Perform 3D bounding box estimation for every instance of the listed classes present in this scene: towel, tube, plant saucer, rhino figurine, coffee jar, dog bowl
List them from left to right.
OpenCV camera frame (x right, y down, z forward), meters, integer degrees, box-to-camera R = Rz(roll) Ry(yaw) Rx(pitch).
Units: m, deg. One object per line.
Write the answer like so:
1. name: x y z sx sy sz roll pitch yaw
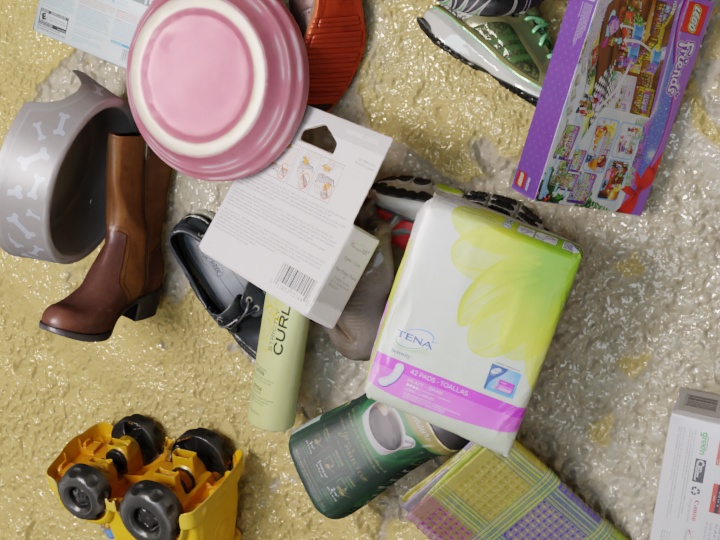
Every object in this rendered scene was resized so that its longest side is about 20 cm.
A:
1. dog bowl: -0.294 -0.099 1.202 0.058 0.200 0.203 20 107 13
2. plant saucer: -0.147 -0.187 1.139 0.197 0.051 0.205 3 98 22
3. tube: -0.079 0.061 1.189 0.057 0.052 0.204 13 108 8
4. rhino figurine: 0.000 0.000 1.148 0.087 0.059 0.203 37 131 37
5. coffee jar: 0.029 0.162 1.187 0.199 0.085 0.106 -34 74 23
6. towel: 0.153 0.249 1.162 0.199 0.023 0.144 40 113 -11

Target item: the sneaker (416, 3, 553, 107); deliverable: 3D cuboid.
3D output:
1. sneaker: 0.151 -0.211 1.084 0.198 0.077 0.089 33 98 8

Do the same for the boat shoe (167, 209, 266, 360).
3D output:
1. boat shoe: -0.135 0.027 1.236 0.074 0.066 0.201 -31 88 22

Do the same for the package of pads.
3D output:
1. package of pads: 0.098 0.045 1.065 0.152 0.068 0.203 21 105 9

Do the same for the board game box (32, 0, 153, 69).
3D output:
1. board game box: -0.245 -0.322 1.215 0.146 0.064 0.203 23 109 14

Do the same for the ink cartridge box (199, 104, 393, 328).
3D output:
1. ink cartridge box: -0.055 -0.062 1.130 0.199 0.044 0.178 28 90 48

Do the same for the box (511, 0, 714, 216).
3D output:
1. box: 0.221 -0.153 1.032 0.039 0.135 0.203 37 116 52

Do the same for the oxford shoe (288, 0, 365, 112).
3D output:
1. oxford shoe: -0.038 -0.254 1.158 0.072 0.070 0.203 37 123 47

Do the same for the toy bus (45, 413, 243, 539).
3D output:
1. toy bus: -0.229 0.277 1.299 0.197 0.136 0.195 10 119 21

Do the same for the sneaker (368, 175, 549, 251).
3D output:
1. sneaker: 0.096 -0.031 1.144 0.197 0.077 0.086 20 123 24

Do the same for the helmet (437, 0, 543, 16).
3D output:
1. helmet: 0.113 -0.314 1.000 0.200 0.200 0.191 42 148 9

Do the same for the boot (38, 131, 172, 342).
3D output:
1. boot: -0.252 -0.038 1.204 0.068 0.187 0.204 19 108 27

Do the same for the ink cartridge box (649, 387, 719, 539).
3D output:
1. ink cartridge box: 0.358 0.230 1.076 0.173 0.084 0.204 11 104 19
